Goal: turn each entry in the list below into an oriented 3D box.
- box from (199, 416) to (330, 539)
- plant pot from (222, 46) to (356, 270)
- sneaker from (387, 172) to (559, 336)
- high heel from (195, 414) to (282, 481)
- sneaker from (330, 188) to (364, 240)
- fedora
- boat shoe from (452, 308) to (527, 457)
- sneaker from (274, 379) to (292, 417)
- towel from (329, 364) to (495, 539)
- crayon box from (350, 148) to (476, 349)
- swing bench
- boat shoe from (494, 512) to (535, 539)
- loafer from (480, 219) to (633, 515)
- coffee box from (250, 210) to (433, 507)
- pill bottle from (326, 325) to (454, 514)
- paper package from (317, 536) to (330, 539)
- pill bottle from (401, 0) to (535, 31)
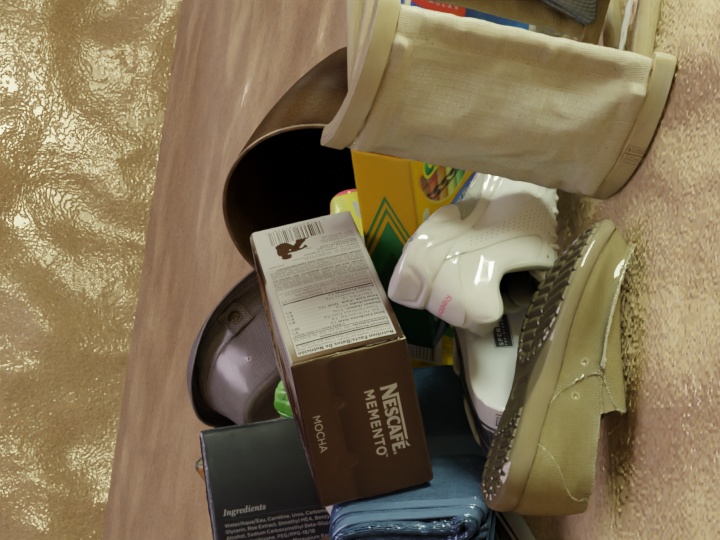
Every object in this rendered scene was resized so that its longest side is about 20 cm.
[{"bbox_3d":[-0.061,0.244,1.599,0.197,0.116,0.202,97,163,-69],"label":"box"},{"bbox_3d":[-0.010,-0.105,1.721,0.201,0.185,0.188,-75,5,-51],"label":"plant pot"},{"bbox_3d":[0.103,-0.019,1.317,0.200,0.099,0.078,-47,-13,-38],"label":"sneaker"},{"bbox_3d":[-0.070,0.126,1.810,0.071,0.141,0.202,-107,29,-74],"label":"high heel"},{"bbox_3d":[0.000,0.000,1.570,0.200,0.077,0.091,105,146,-63],"label":"sneaker"},{"bbox_3d":[-0.071,0.084,1.877,0.090,0.200,0.178,37,161,39],"label":"fedora"},{"bbox_3d":[0.096,0.051,1.345,0.201,0.071,0.068,-97,8,-49],"label":"boat shoe"},{"bbox_3d":[-0.022,0.102,1.689,0.200,0.076,0.085,62,-134,-73],"label":"sneaker"},{"bbox_3d":[0.042,0.136,1.345,0.201,0.110,0.049,-77,-19,-60],"label":"towel"},{"bbox_3d":[0.048,-0.062,1.407,0.126,0.051,0.202,-53,-36,-42],"label":"crayon box"},{"bbox_3d":[0.091,-0.168,1.259,0.130,0.197,0.202,134,143,-66],"label":"swing bench"},{"bbox_3d":[0.078,0.203,1.333,0.200,0.067,0.073,-133,54,-72],"label":"boat shoe"},{"bbox_3d":[0.133,0.065,1.221,0.202,0.067,0.076,-69,11,-17],"label":"loafer"},{"bbox_3d":[-0.016,0.057,1.339,0.200,0.079,0.114,-113,11,-61],"label":"coffee box"},{"bbox_3d":[0.028,0.135,1.489,0.113,0.112,0.202,126,150,-60],"label":"pill bottle"},{"bbox_3d":[-0.038,0.296,1.370,0.104,0.198,0.193,-120,16,-69],"label":"paper package"},{"bbox_3d":[0.077,-0.212,1.435,0.113,0.111,0.201,-97,6,-49],"label":"pill bottle"}]
